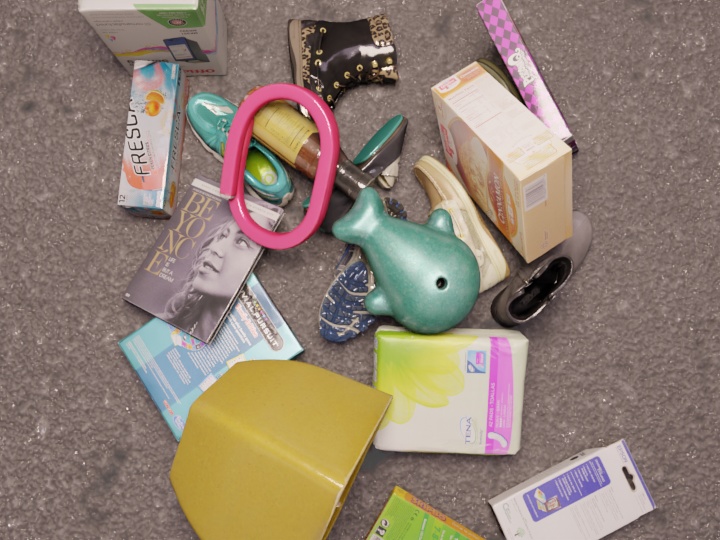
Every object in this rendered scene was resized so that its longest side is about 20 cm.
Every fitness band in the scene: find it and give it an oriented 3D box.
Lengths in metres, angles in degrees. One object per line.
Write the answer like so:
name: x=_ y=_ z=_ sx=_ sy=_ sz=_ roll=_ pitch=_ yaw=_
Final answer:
fitness band: x=-0.100 y=-0.127 z=0.834 sx=0.141 sy=0.037 sz=0.204 roll=18 pitch=107 yaw=14

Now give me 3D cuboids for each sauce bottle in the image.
sauce bottle: x=-0.070 y=-0.159 z=0.872 sx=0.199 sy=0.066 sz=0.066 roll=38 pitch=83 yaw=6

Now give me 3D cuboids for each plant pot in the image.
plant pot: x=-0.104 y=0.218 z=0.789 sx=0.197 sy=0.194 sz=0.198 roll=27 pitch=114 yaw=8

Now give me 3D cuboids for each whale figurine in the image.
whale figurine: x=0.060 y=-0.012 z=0.820 sx=0.200 sy=0.104 sz=0.160 roll=42 pitch=87 yaw=-9

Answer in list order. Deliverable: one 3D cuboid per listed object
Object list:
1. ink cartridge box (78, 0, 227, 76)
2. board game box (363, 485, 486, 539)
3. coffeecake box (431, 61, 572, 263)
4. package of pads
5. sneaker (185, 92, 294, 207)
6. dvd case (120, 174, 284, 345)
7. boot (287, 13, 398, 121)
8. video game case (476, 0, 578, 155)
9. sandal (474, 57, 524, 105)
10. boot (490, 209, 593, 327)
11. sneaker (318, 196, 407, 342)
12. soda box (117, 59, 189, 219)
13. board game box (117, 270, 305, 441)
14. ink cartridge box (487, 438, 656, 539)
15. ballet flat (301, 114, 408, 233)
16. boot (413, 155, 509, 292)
ink cartridge box: x=-0.261 y=-0.332 z=0.881 sx=0.142 sy=0.200 sz=0.090 roll=-1 pitch=85 yaw=-2
board game box: x=0.107 y=0.369 z=0.864 sx=0.198 sy=0.030 sz=0.097 roll=31 pitch=105 yaw=6
coffeecake box: x=0.177 y=-0.137 z=0.845 sx=0.072 sy=0.155 sz=0.201 roll=-29 pitch=51 yaw=-4
package of pads: x=0.112 y=0.156 z=0.873 sx=0.195 sy=0.068 sz=0.158 roll=3 pitch=98 yaw=1
sneaker: x=-0.162 y=-0.173 z=0.921 sx=0.078 sy=0.080 sz=0.200 roll=-44 pitch=84 yaw=-6
dvd case: x=-0.208 y=-0.021 z=0.895 sx=0.146 sy=0.016 sz=0.203 roll=22 pitch=73 yaw=20
boot: x=-0.020 y=-0.264 z=0.943 sx=0.147 sy=0.073 sz=0.205 roll=-9 pitch=77 yaw=-2
video game case: x=0.225 y=-0.246 z=0.891 sx=0.035 sy=0.181 sz=0.203 roll=-28 pitch=83 yaw=20
sandal: x=0.202 y=-0.204 z=0.937 sx=0.056 sy=0.080 sz=0.204 roll=-25 pitch=84 yaw=9
boot: x=0.255 y=-0.004 z=0.880 sx=0.069 sy=0.132 sz=0.201 roll=37 pitch=83 yaw=5
sneaker: x=0.000 y=0.000 z=0.904 sx=0.076 sy=0.085 sz=0.203 roll=27 pitch=89 yaw=-16
soda box: x=-0.282 y=-0.177 z=0.923 sx=0.062 sy=0.068 sz=0.205 roll=4 pitch=83 yaw=-1
board game box: x=-0.195 y=0.102 z=0.899 sx=0.198 sy=0.047 sz=0.152 roll=-35 pitch=84 yaw=-6
ink cartridge box: x=0.276 y=0.308 z=0.885 sx=0.197 sy=0.039 sz=0.101 roll=-24 pitch=83 yaw=-3
ballet flat: x=0.005 y=-0.127 z=0.931 sx=0.073 sy=0.073 sz=0.200 roll=44 pitch=77 yaw=5
boot: x=0.090 y=-0.038 z=0.913 sx=0.153 sy=0.072 sz=0.202 roll=-32 pitch=87 yaw=-3
